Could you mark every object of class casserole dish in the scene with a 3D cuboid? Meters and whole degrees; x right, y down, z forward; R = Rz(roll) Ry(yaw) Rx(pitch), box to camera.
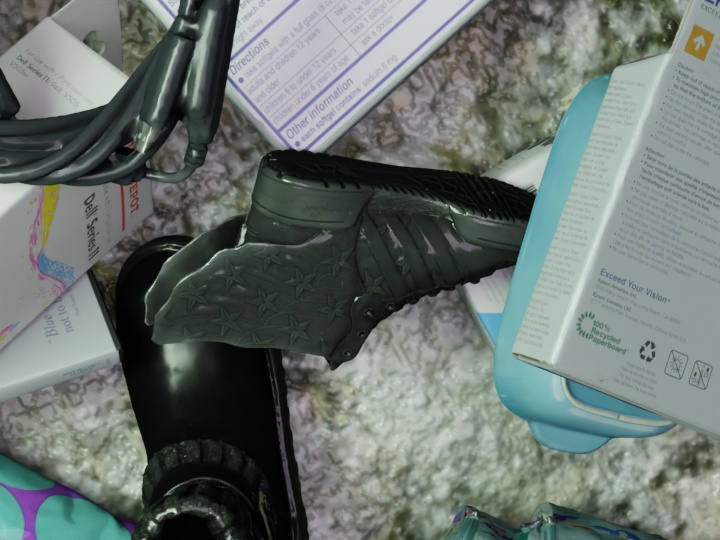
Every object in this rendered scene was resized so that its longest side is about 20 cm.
[{"bbox_3d":[0.137,-0.002,1.180,0.121,0.039,0.200,14,95,-32],"label":"casserole dish"}]

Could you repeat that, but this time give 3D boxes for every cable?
[{"bbox_3d":[-0.132,-0.137,1.077,0.163,0.051,0.200,8,102,-8],"label":"cable"}]

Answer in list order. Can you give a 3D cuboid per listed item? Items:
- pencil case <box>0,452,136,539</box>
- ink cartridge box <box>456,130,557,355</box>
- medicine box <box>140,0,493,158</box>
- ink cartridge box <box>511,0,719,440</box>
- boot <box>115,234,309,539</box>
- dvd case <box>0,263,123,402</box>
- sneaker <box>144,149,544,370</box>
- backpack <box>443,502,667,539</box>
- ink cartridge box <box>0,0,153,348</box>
[{"bbox_3d":[-0.209,0.125,1.233,0.200,0.092,0.085,29,93,-6],"label":"pencil case"},{"bbox_3d":[0.144,-0.029,1.257,0.200,0.068,0.115,-29,96,-1],"label":"ink cartridge box"},{"bbox_3d":[-0.031,-0.183,1.218,0.182,0.103,0.200,-42,95,0],"label":"medicine box"},{"bbox_3d":[0.186,-0.020,1.159,0.196,0.043,0.200,23,86,-33],"label":"ink cartridge box"},{"bbox_3d":[-0.085,0.093,1.198,0.079,0.158,0.211,-17,96,16],"label":"boot"},{"bbox_3d":[-0.235,0.015,1.207,0.200,0.018,0.143,-19,63,-12],"label":"dvd case"},{"bbox_3d":[0.001,0.001,1.186,0.200,0.060,0.104,9,112,-19],"label":"sneaker"},{"bbox_3d":[0.092,0.208,1.204,0.150,0.200,0.178,15,94,-5],"label":"backpack"},{"bbox_3d":[-0.164,-0.039,1.162,0.067,0.117,0.200,38,67,17],"label":"ink cartridge box"}]
